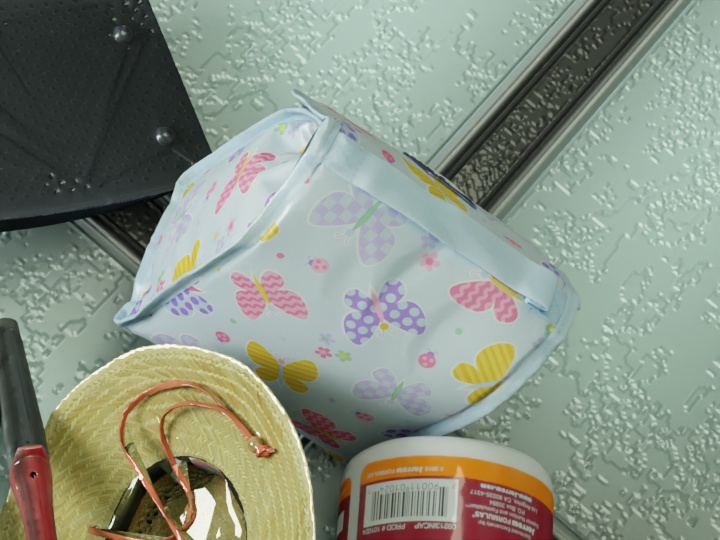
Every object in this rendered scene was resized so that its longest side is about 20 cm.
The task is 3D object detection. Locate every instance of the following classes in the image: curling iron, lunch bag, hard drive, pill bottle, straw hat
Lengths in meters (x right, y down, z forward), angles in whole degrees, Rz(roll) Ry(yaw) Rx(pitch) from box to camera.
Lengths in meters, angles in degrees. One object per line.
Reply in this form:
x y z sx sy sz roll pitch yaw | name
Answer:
-0.170 0.098 1.247 0.049 0.026 0.200 25 39 -30 | curling iron
0.000 0.000 1.283 0.169 0.200 0.127 32 62 -17 | lunch bag
-0.184 -0.083 1.349 0.199 0.042 0.135 -11 70 -37 | hard drive
0.039 0.194 1.275 0.113 0.113 0.201 10 65 -12 | pill bottle
-0.083 0.144 1.271 0.200 0.085 0.202 -7 75 26 | straw hat

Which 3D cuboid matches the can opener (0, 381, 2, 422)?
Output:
-0.209 0.137 1.250 0.053 0.067 0.201 10 64 -12 | can opener
